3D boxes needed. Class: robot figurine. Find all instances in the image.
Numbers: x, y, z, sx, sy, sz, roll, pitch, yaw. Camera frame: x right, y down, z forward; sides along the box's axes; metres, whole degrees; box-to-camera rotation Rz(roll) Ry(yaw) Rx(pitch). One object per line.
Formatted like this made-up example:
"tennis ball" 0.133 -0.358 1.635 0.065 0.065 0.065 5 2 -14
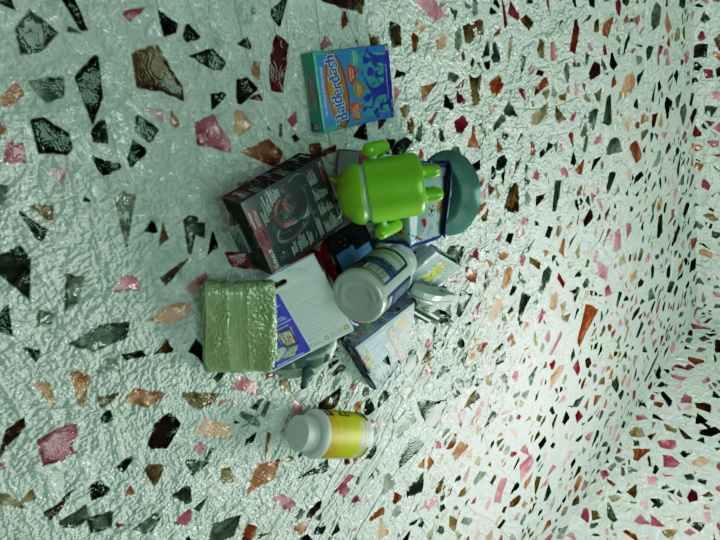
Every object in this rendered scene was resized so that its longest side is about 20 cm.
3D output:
"robot figurine" 0.047 -0.148 0.966 0.199 0.116 0.176 -10 105 1

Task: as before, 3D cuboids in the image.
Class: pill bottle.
"pill bottle" 0.039 0.016 1.071 0.200 0.111 0.111 -37 127 -53
"pill bottle" -0.071 0.380 1.227 0.200 0.109 0.110 19 90 -44

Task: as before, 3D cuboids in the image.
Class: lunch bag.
"lunch bag" 0.129 -0.149 1.133 0.200 0.124 0.171 -18 116 -50

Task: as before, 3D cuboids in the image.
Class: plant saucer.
"plant saucer" 0.191 -0.179 1.236 0.036 0.200 0.201 -13 111 -39

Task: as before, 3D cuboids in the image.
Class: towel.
"towel" -0.229 0.110 1.009 0.148 0.037 0.201 -1 113 -15

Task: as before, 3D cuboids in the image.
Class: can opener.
"can opener" 0.186 0.105 1.430 0.200 0.053 0.067 30 50 -42

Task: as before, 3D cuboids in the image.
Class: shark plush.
"shark plush" -0.098 0.169 1.134 0.200 0.091 0.083 -40 103 12

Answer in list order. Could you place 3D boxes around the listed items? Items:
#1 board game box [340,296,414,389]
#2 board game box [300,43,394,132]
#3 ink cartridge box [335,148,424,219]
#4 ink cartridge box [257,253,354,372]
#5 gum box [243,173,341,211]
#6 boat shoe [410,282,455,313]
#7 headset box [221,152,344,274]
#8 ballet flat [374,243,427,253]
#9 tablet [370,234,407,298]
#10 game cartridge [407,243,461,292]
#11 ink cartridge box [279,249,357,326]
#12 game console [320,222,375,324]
"board game box" 0.069 0.171 1.314 0.200 0.062 0.200 -45 132 -20
"board game box" -0.020 -0.379 1.094 0.200 0.045 0.153 -24 117 -34
"ink cartridge box" 0.044 -0.188 1.181 0.200 0.083 0.146 -5 106 -41
"ink cartridge box" -0.140 0.082 1.061 0.198 0.043 0.200 -26 118 -2
"gum box" -0.126 -0.129 1.056 0.200 0.066 0.114 -16 114 -38
"boat shoe" 0.175 0.077 1.323 0.200 0.071 0.070 7 112 -61
"headset box" -0.142 -0.100 0.953 0.200 0.075 0.149 -38 126 -27
"ballet flat" 0.111 -0.061 1.277 0.200 0.069 0.070 4 100 -47
"tablet" 0.063 -0.001 1.302 0.130 0.014 0.201 -23 118 -36
"game cartridge" 0.165 0.003 1.315 0.133 0.041 0.200 -37 154 18
"ink cartridge box" -0.069 0.033 1.156 0.200 0.067 0.117 29 82 -42
"game console" 0.000 0.000 1.141 0.177 0.031 0.201 -35 105 -51
